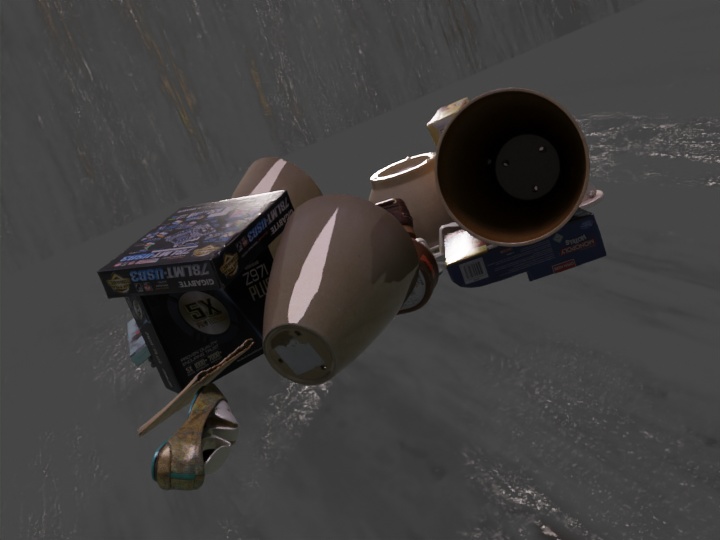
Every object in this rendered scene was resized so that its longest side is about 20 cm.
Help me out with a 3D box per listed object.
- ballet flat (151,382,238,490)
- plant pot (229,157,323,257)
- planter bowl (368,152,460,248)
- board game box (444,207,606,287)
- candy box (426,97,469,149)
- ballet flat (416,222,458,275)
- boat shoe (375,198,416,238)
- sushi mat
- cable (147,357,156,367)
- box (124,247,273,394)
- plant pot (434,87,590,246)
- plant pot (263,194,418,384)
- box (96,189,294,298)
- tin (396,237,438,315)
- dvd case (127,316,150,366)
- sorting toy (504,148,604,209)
[{"bbox_3d":[-0.171,0.186,1.138,0.070,0.071,0.200,-18,13,14],"label":"ballet flat"},{"bbox_3d":[-0.191,-0.080,1.937,0.186,0.188,0.200,-8,34,43],"label":"plant pot"},{"bbox_3d":[0.094,-0.112,1.674,0.199,0.136,0.200,-19,15,5],"label":"planter bowl"},{"bbox_3d":[0.216,-0.042,1.389,0.198,0.062,0.200,-19,14,10],"label":"board game box"},{"bbox_3d":[0.175,-0.157,1.582,0.055,0.201,0.116,-20,13,22],"label":"candy box"},{"bbox_3d":[0.113,-0.028,1.481,0.199,0.070,0.069,-24,14,-6],"label":"ballet flat"},{"bbox_3d":[-0.021,-0.049,1.471,0.198,0.071,0.071,-15,-25,-4],"label":"boat shoe"},{"bbox_3d":[-0.206,0.146,1.261,0.095,0.012,0.200,-33,-6,-42],"label":"sushi mat"},{"bbox_3d":[-0.269,0.086,1.583,0.162,0.051,0.200,-29,24,17],"label":"cable"},{"bbox_3d":[-0.208,0.056,1.442,0.199,0.165,0.086,-28,15,-25],"label":"box"},{"bbox_3d":[0.204,-0.133,1.307,0.185,0.188,0.200,-17,2,17],"label":"plant pot"},{"bbox_3d":[-0.041,0.041,1.258,0.186,0.188,0.201,-13,31,28],"label":"plant pot"},{"bbox_3d":[-0.215,-0.035,1.362,0.199,0.050,0.199,-7,27,31],"label":"box"},{"bbox_3d":[0.009,0.014,1.380,0.199,0.113,0.042,-14,27,29],"label":"tin"},{"bbox_3d":[-0.303,0.068,1.599,0.146,0.022,0.200,-41,20,-2],"label":"dvd case"},{"bbox_3d":[0.261,-0.164,1.594,0.107,0.200,0.180,-42,8,8],"label":"sorting toy"}]
